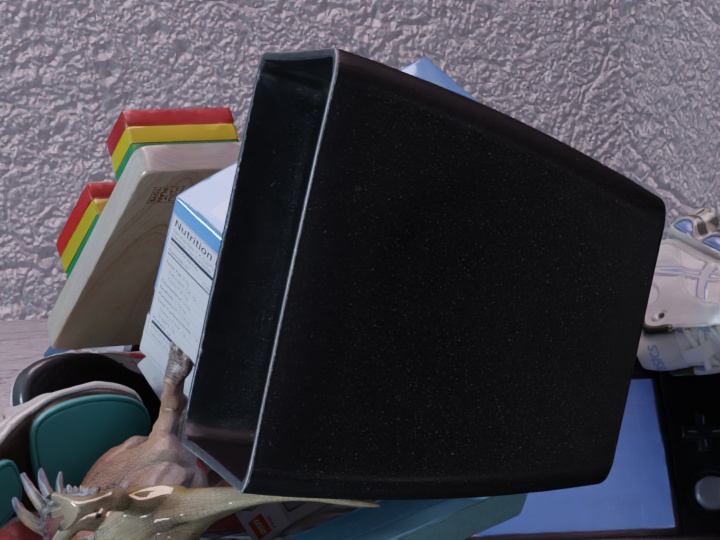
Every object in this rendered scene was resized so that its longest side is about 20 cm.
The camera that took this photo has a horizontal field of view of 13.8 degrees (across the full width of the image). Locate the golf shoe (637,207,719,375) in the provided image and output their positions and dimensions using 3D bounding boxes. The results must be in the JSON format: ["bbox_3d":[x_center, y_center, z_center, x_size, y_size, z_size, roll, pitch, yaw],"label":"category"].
[{"bbox_3d":[0.194,0.033,1.526,0.097,0.078,0.200,-32,21,-16],"label":"golf shoe"}]

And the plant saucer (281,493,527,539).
[{"bbox_3d":[-0.015,0.135,1.382,0.200,0.019,0.070,-19,11,-30],"label":"plant saucer"}]

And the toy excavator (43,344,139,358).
[{"bbox_3d":[-0.194,0.097,2.019,0.195,0.200,0.100,47,21,18],"label":"toy excavator"}]

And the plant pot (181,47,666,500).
[{"bbox_3d":[0.032,0.012,1.405,0.177,0.200,0.200,12,1,-13],"label":"plant pot"}]

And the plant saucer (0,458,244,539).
[{"bbox_3d":[-0.163,0.134,1.768,0.200,0.037,0.200,-3,4,-30],"label":"plant saucer"}]

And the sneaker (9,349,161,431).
[{"bbox_3d":[-0.175,0.083,1.838,0.108,0.067,0.201,-5,0,35],"label":"sneaker"}]

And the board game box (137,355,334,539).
[{"bbox_3d":[-0.030,0.073,1.737,0.035,0.126,0.200,-39,-8,36],"label":"board game box"}]

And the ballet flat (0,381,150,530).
[{"bbox_3d":[-0.197,0.106,1.609,0.069,0.070,0.200,1,21,37],"label":"ballet flat"}]

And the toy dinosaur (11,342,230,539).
[{"bbox_3d":[-0.125,0.125,1.584,0.136,0.086,0.200,-41,-7,-15],"label":"toy dinosaur"}]

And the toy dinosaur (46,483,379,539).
[{"bbox_3d":[-0.094,0.117,1.391,0.200,0.058,0.101,-22,-3,44],"label":"toy dinosaur"}]

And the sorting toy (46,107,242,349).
[{"bbox_3d":[-0.076,-0.037,1.799,0.198,0.070,0.200,-4,-30,-26],"label":"sorting toy"}]

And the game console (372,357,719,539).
[{"bbox_3d":[0.113,0.106,1.492,0.200,0.176,0.116,-1,-26,-11],"label":"game console"}]

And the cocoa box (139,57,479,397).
[{"bbox_3d":[0.000,0.000,1.630,0.133,0.131,0.200,42,51,22],"label":"cocoa box"}]
